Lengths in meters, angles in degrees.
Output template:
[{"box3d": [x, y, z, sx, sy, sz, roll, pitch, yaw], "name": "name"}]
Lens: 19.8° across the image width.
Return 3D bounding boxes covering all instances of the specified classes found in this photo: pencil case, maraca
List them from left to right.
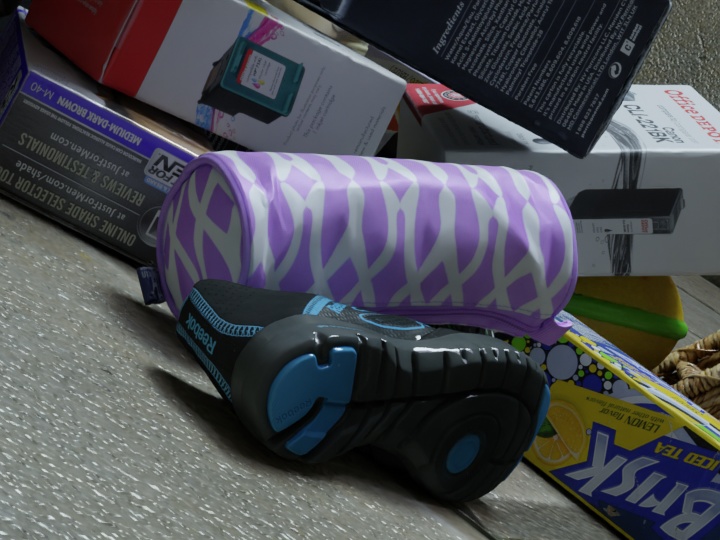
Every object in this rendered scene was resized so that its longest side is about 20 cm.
[{"box3d": [0.005, -0.009, 0.936, 0.199, 0.084, 0.086, -1, 59, -33], "name": "pencil case"}, {"box3d": [0.145, 0.023, 1.370, 0.136, 0.108, 0.200, 17, 1, -3], "name": "maraca"}]

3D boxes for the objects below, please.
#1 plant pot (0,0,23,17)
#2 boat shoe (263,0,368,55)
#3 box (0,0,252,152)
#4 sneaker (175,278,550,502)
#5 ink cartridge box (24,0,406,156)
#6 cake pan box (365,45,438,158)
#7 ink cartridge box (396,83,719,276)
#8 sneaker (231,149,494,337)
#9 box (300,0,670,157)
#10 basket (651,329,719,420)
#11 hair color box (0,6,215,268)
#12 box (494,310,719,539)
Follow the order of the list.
[{"box3d": [-0.267, -0.221, 1.073, 0.198, 0.201, 0.200, 40, 11, 21], "name": "plant pot"}, {"box3d": [-0.032, -0.170, 1.287, 0.072, 0.065, 0.200, 34, 9, 16], "name": "boat shoe"}, {"box3d": [-0.122, -0.122, 1.279, 0.199, 0.105, 0.148, 26, 10, -32], "name": "box"}, {"box3d": [0.008, 0.043, 0.871, 0.082, 0.074, 0.200, 35, 8, 39], "name": "sneaker"}, {"box3d": [-0.089, -0.118, 1.043, 0.199, 0.068, 0.116, 23, 8, -33], "name": "ink cartridge box"}, {"box3d": [0.007, -0.111, 1.481, 0.199, 0.053, 0.184, 30, -35, -13], "name": "cake pan box"}, {"box3d": [0.131, -0.058, 1.281, 0.198, 0.084, 0.144, 0, 21, -10], "name": "ink cartridge box"}, {"box3d": [0.000, 0.000, 1.080, 0.200, 0.078, 0.085, 36, 9, 35], "name": "sneaker"}, {"box3d": [0.046, -0.164, 1.154, 0.199, 0.105, 0.148, 25, 6, -38], "name": "box"}, {"box3d": [0.251, 0.071, 1.327, 0.148, 0.143, 0.200, 32, 8, 6], "name": "basket"}, {"box3d": [-0.139, -0.071, 1.060, 0.109, 0.065, 0.200, 27, 11, -17], "name": "hair color box"}, {"box3d": [0.144, 0.094, 1.063, 0.200, 0.070, 0.064, 37, 13, 38], "name": "box"}]
